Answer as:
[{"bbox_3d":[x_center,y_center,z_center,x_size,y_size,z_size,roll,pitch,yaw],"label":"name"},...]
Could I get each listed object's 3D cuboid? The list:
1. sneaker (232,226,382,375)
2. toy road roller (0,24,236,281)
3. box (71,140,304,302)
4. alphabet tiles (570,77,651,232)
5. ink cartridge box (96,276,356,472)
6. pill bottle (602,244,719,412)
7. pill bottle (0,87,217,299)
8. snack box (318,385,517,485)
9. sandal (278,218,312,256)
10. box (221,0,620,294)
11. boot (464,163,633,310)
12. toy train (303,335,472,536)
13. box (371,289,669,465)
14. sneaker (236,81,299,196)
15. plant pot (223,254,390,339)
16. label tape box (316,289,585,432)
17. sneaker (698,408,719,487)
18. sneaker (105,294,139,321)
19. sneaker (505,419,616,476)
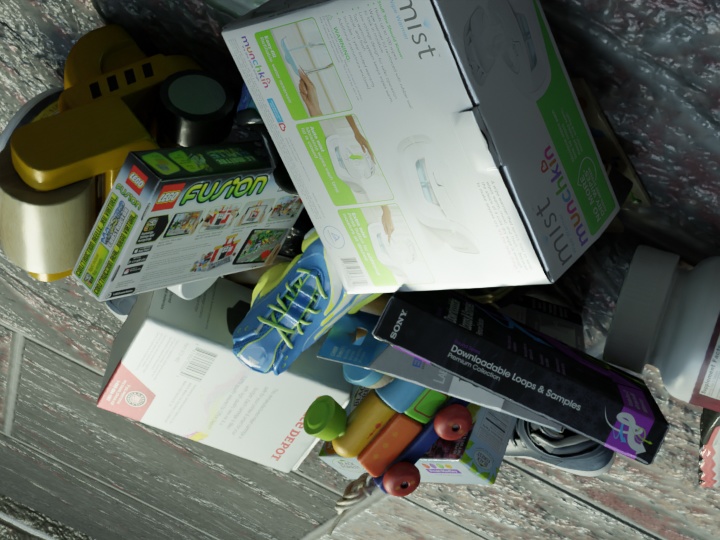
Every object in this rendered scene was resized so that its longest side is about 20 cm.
[{"bbox_3d":[-0.042,0.033,1.009,0.076,0.105,0.200,35,151,-11],"label":"sneaker"},{"bbox_3d":[-0.198,-0.099,0.973,0.146,0.200,0.123,48,148,26],"label":"toy road roller"},{"bbox_3d":[-0.114,-0.042,0.962,0.035,0.200,0.110,42,117,21],"label":"box"},{"bbox_3d":[0.110,-0.089,0.922,0.166,0.006,0.200,4,147,38],"label":"alphabet tiles"},{"bbox_3d":[-0.122,0.091,1.190,0.200,0.083,0.146,22,133,-16],"label":"ink cartridge box"},{"bbox_3d":[0.283,0.053,0.919,0.200,0.110,0.110,18,154,15],"label":"pill bottle"},{"bbox_3d":[-0.204,-0.062,1.087,0.200,0.112,0.112,33,157,15],"label":"pill bottle"},{"bbox_3d":[0.062,0.128,1.220,0.053,0.142,0.200,40,151,-30],"label":"snack box"},{"bbox_3d":[-0.102,-0.054,1.142,0.075,0.048,0.200,40,162,-31],"label":"sandal"},{"bbox_3d":[0.037,-0.093,0.798,0.176,0.097,0.200,-6,118,45],"label":"box"},{"bbox_3d":[0.091,-0.056,0.930,0.138,0.077,0.200,36,146,-5],"label":"boot"},{"bbox_3d":[-0.005,0.150,1.127,0.116,0.200,0.085,31,-163,-34],"label":"toy train"},{"bbox_3d":[0.109,0.062,0.894,0.200,0.036,0.143,24,-171,2],"label":"box"},{"bbox_3d":[-0.024,-0.081,0.960,0.079,0.089,0.200,-5,144,47],"label":"sneaker"},{"bbox_3d":[-0.042,0.030,1.205,0.200,0.028,0.200,17,167,4],"label":"plant pot"},{"bbox_3d":[0.078,0.051,1.042,0.200,0.063,0.144,17,-164,3],"label":"label tape box"},{"bbox_3d":[0.333,0.128,1.088,0.087,0.074,0.200,2,153,14],"label":"sneaker"},{"bbox_3d":[-0.229,-0.013,1.278,0.202,0.077,0.146,3,140,51],"label":"sneaker"},{"bbox_3d":[0.144,0.139,1.228,0.202,0.077,0.146,7,162,13],"label":"sneaker"}]
